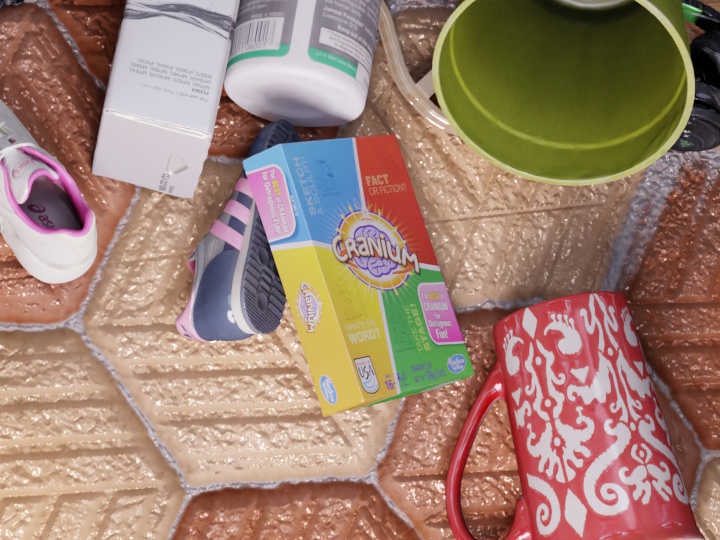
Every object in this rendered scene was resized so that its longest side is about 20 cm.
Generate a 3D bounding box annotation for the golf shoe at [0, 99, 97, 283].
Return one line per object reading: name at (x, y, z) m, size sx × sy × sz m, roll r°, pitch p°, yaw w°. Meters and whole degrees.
golf shoe at (-0.260, -0.084, 1.654) m, size 0.200 × 0.092 × 0.075 m, roll 47°, pitch 68°, yaw -1°

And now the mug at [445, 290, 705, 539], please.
mug at (0.156, 0.128, 1.722) m, size 0.177 × 0.133 × 0.201 m, roll -6°, pitch 74°, yaw -22°

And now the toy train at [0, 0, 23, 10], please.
toy train at (-0.266, -0.236, 1.726) m, size 0.046 × 0.034 × 0.200 m, roll 30°, pitch 68°, yaw 4°

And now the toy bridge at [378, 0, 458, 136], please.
toy bridge at (0.064, -0.159, 1.821) m, size 0.200 × 0.027 × 0.067 m, roll 47°, pitch 67°, yaw -3°

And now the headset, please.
headset at (0.293, -0.154, 1.864) m, size 0.200 × 0.094 × 0.124 m, roll 35°, pitch 67°, yaw 5°

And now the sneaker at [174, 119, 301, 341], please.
sneaker at (-0.093, -0.031, 1.713) m, size 0.070 × 0.082 × 0.201 m, roll 52°, pitch 37°, yaw -36°

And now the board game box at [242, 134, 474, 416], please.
board game box at (0.000, 0.000, 1.705) m, size 0.153 × 0.040 × 0.201 m, roll -10°, pitch 80°, yaw -54°

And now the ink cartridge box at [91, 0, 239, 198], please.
ink cartridge box at (-0.139, -0.174, 1.687) m, size 0.083 × 0.144 × 0.201 m, roll 12°, pitch 72°, yaw -7°

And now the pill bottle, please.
pill bottle at (-0.037, -0.223, 1.757) m, size 0.113 × 0.113 × 0.201 m, roll 14°, pitch 72°, yaw -15°

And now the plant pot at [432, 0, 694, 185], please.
plant pot at (0.170, -0.206, 1.778) m, size 0.200 × 0.201 × 0.193 m, roll 27°, pitch 42°, yaw -10°
